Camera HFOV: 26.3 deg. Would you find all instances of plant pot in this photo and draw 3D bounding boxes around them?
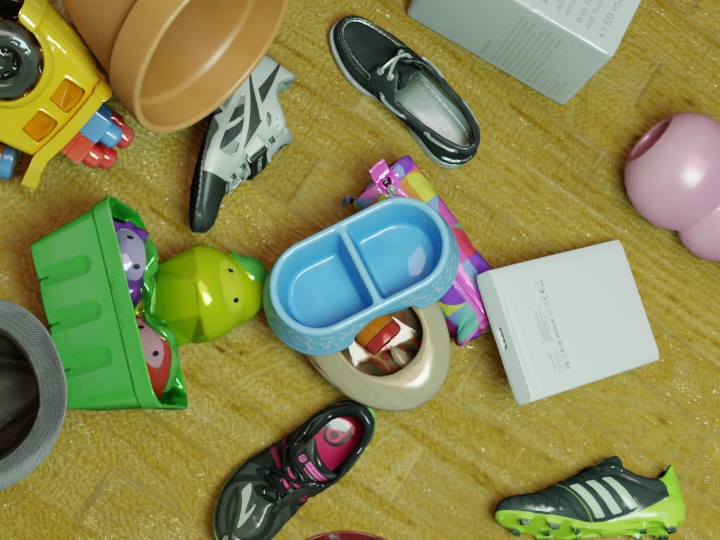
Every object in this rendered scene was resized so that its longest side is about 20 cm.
[{"bbox_3d":[-0.181,-0.248,1.425,0.140,0.200,0.200,41,74,16],"label":"plant pot"}]

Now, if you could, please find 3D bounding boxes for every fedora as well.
[{"bbox_3d":[-0.354,0.121,1.426,0.199,0.090,0.178,-28,82,3],"label":"fedora"}]

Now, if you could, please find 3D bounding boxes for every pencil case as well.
[{"bbox_3d":[0.072,-0.021,1.546,0.088,0.088,0.200,-39,89,-15],"label":"pencil case"}]

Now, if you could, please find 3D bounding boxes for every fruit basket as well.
[{"bbox_3d":[-0.188,0.031,1.463,0.214,0.156,0.218,-1,84,6],"label":"fruit basket"}]

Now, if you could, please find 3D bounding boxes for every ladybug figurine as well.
[{"bbox_3d":[0.006,0.051,1.515,0.135,0.072,0.200,-37,79,-4],"label":"ladybug figurine"}]

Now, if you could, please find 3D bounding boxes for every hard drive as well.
[{"bbox_3d":[0.210,0.049,1.542,0.199,0.027,0.133,-13,82,-40],"label":"hard drive"}]

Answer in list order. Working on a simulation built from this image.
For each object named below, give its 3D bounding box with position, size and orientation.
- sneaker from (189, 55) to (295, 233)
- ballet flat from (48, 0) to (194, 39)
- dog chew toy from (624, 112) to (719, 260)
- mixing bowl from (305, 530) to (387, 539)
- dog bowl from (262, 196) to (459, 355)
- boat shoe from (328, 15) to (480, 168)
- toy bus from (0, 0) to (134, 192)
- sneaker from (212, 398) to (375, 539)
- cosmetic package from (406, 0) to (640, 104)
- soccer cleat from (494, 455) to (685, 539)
[{"bbox_3d":[-0.114,-0.125,1.533,0.088,0.074,0.202,18,74,-10],"label":"sneaker"},{"bbox_3d":[-0.216,-0.236,1.535,0.198,0.071,0.071,6,78,-5],"label":"ballet flat"},{"bbox_3d":[0.368,-0.068,1.597,0.200,0.124,0.125,43,75,-9],"label":"dog chew toy"},{"bbox_3d":[-0.003,0.345,1.450,0.198,0.108,0.202,2,78,-11],"label":"mixing bowl"},{"bbox_3d":[0.000,0.000,1.463,0.199,0.050,0.112,-26,77,-5],"label":"dog bowl"},{"bbox_3d":[0.050,-0.192,1.584,0.200,0.060,0.076,42,75,-1],"label":"boat shoe"},{"bbox_3d":[-0.320,-0.146,1.472,0.200,0.136,0.192,-45,115,9],"label":"toy bus"},{"bbox_3d":[-0.065,0.192,1.478,0.077,0.084,0.200,46,75,1],"label":"sneaker"},{"bbox_3d":[0.181,-0.306,1.577,0.199,0.166,0.168,29,76,-3],"label":"cosmetic package"},{"bbox_3d":[0.228,0.229,1.545,0.198,0.068,0.082,2,61,-11],"label":"soccer cleat"}]
